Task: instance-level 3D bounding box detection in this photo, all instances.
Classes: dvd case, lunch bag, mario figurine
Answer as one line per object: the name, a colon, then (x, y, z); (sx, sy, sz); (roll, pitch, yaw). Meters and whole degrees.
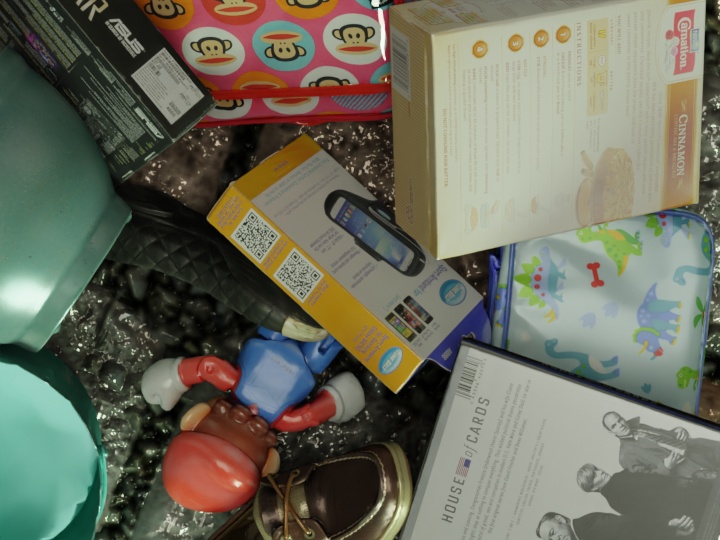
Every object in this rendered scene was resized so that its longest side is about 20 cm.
dvd case: (0.138, 0.146, 1.242); (0.198, 0.025, 0.152); (19, 99, 9)
lunch bag: (0.165, 0.042, 1.356); (0.159, 0.082, 0.202); (4, 99, -3)
lunch bag: (-0.057, -0.165, 1.287); (0.198, 0.083, 0.177); (-2, 139, 12)
mario figurine: (-0.076, 0.083, 1.369); (0.123, 0.106, 0.201); (32, 84, 29)

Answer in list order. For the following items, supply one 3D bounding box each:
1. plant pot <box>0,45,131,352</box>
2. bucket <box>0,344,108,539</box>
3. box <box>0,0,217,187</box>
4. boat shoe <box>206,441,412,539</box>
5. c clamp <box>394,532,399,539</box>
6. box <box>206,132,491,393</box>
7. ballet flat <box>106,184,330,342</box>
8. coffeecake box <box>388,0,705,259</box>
plant pot: (-0.239, -0.029, 1.274); (0.134, 0.200, 0.201); (35, 95, -10)
bucket: (-0.273, 0.140, 1.325); (0.205, 0.135, 0.210); (0, 98, -1)
box: (-0.196, -0.158, 1.273); (0.043, 0.160, 0.200); (-43, 98, -22)
boat shoe: (-0.042, 0.170, 1.297); (0.071, 0.199, 0.073); (3, 68, -37)
c clamp: (0.053, 0.272, 1.347); (0.170, 0.027, 0.202); (27, 131, 27)
box: (0.000, 0.000, 1.306); (0.200, 0.119, 0.042); (44, 122, 4)
ballet flat: (-0.099, 0.001, 1.328); (0.199, 0.066, 0.057); (28, 121, 24)
coffeecake box: (0.124, -0.108, 1.250); (0.198, 0.073, 0.155); (-12, 116, -19)
